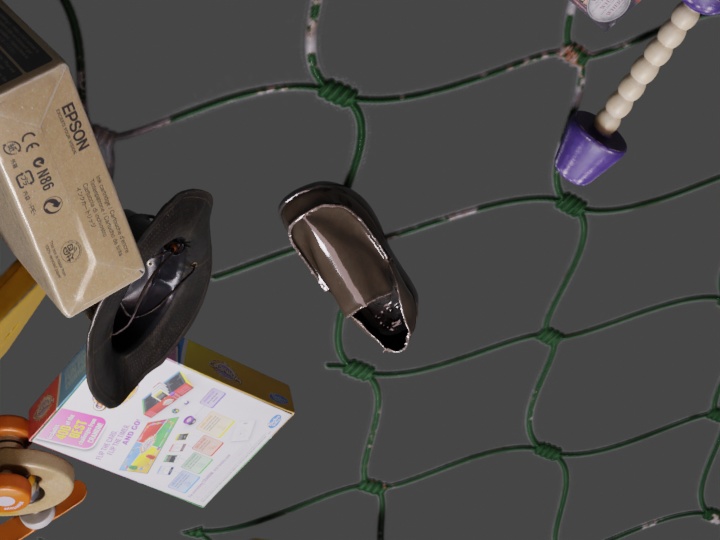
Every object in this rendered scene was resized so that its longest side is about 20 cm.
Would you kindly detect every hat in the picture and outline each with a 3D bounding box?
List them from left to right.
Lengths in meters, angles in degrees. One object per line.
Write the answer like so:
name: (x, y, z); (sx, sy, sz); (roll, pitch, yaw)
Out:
hat: (-0.199, 0.011, 1.231); (0.080, 0.201, 0.202); (25, 129, 14)

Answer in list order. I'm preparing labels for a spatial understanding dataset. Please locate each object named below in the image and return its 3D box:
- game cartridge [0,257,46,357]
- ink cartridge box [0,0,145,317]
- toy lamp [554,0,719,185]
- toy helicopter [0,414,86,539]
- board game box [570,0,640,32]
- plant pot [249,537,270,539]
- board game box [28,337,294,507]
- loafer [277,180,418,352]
game cartridge: (-0.315, 0.066, 1.180); (0.032, 0.200, 0.176); (40, 129, -3)
ink cartridge box: (-0.248, -0.091, 1.087); (0.075, 0.165, 0.201); (-30, 135, -17)
toy lamp: (0.229, -0.155, 1.225); (0.058, 0.058, 0.200); (17, 125, -26)
toy helicopter: (-0.354, 0.223, 1.415); (0.199, 0.079, 0.132); (-27, 141, 24)
board game box: (0.214, -0.292, 1.118); (0.135, 0.035, 0.200); (32, 117, -33)
plant pot: (-0.048, 0.371, 1.533); (0.188, 0.201, 0.201); (22, 123, -12)
board game box: (-0.185, 0.133, 1.384); (0.199, 0.040, 0.153); (28, 119, -32)
loafer: (0.000, 0.000, 1.293); (0.073, 0.072, 0.200); (-31, 130, 14)
